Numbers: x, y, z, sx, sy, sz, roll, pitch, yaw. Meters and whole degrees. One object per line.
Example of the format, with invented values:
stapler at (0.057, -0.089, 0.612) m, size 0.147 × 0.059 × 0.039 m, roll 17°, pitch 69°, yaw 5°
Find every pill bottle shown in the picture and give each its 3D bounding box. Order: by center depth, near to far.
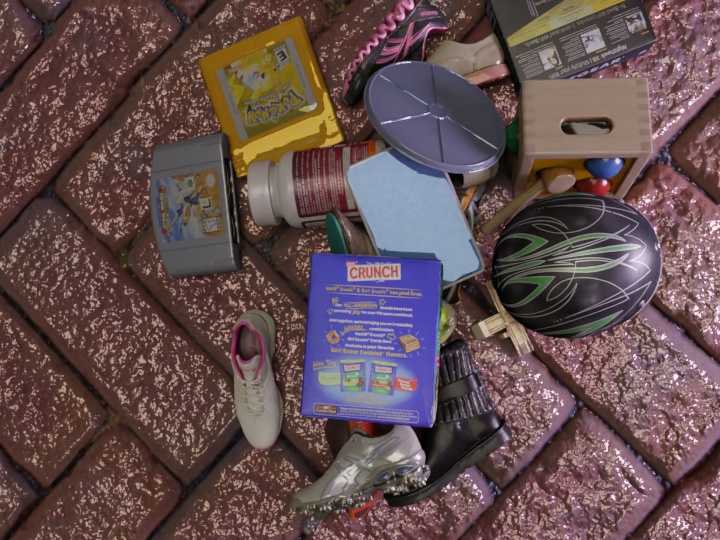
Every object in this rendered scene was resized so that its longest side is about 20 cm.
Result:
pill bottle at (-0.055, -0.119, 1.026) m, size 0.196 × 0.110 × 0.112 m, roll -5°, pitch 86°, yaw 6°

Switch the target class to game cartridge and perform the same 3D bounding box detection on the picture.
game cartridge at (-0.248, -0.094, 1.075) m, size 0.131 × 0.041 × 0.204 m, roll -7°, pitch 89°, yaw 12°
game cartridge at (-0.133, -0.253, 1.083) m, size 0.174 × 0.032 × 0.203 m, roll -21°, pitch 84°, yaw 6°

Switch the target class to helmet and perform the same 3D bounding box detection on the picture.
helmet at (0.267, -0.007, 0.913) m, size 0.196 × 0.191 × 0.204 m, roll 0°, pitch 82°, yaw 1°

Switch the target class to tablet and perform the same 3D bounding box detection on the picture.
tablet at (0.072, -0.067, 0.959) m, size 0.128 × 0.014 × 0.203 m, roll -23°, pitch 93°, yaw 4°

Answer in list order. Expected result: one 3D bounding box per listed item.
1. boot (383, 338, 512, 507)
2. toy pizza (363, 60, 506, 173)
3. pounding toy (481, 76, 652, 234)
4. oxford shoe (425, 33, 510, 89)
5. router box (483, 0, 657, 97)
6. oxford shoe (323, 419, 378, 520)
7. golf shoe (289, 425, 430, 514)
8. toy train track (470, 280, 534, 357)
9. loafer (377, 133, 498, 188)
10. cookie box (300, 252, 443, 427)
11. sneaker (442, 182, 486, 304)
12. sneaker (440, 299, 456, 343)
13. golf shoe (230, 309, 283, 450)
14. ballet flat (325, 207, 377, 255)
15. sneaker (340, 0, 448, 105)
boot at (0.091, 0.209, 1.003) m, size 0.209 × 0.079 × 0.159 m, roll -32°, pitch 91°, yaw -6°
toy pizza at (0.096, -0.196, 0.938) m, size 0.196 × 0.032 × 0.203 m, roll 10°, pitch 52°, yaw -13°
pounding toy at (0.264, -0.145, 0.965) m, size 0.196 × 0.184 × 0.145 m, roll 0°, pitch 75°, yaw 7°
oxford shoe at (0.111, -0.285, 1.034) m, size 0.196 × 0.071 × 0.075 m, roll -14°, pitch 91°, yaw -5°
router box at (0.294, -0.354, 1.024) m, size 0.197 × 0.052 × 0.160 m, roll -20°, pitch 85°, yaw 5°
oxford shoe at (-0.012, 0.251, 1.034) m, size 0.072 × 0.071 × 0.204 m, roll 4°, pitch 95°, yaw 40°
golf shoe at (-0.008, 0.264, 0.963) m, size 0.197 × 0.078 × 0.099 m, roll -21°, pitch 65°, yaw 9°
toy train track at (0.249, 0.046, 1.018) m, size 0.197 × 0.033 × 0.116 m, roll -27°, pitch 84°, yaw 4°
loafer at (0.095, -0.171, 0.999) m, size 0.198 × 0.077 × 0.068 m, roll 27°, pitch 46°, yaw 32°
cookie box at (0.018, 0.086, 0.916) m, size 0.168 × 0.075 × 0.204 m, roll 4°, pitch 85°, yaw 7°
sneaker at (0.134, -0.045, 1.024) m, size 0.076 × 0.078 × 0.203 m, roll 26°, pitch 84°, yaw -21°
sneaker at (0.046, 0.110, 1.002) m, size 0.198 × 0.105 × 0.077 m, roll -28°, pitch 81°, yaw 4°
golf shoe at (-0.156, 0.159, 1.034) m, size 0.074 × 0.092 × 0.204 m, roll -8°, pitch 87°, yaw 5°
ballet flat at (0.000, 0.000, 1.014) m, size 0.066 × 0.068 × 0.203 m, roll -21°, pitch 116°, yaw -23°
sneaker at (0.052, -0.311, 1.049) m, size 0.095 × 0.079 × 0.201 m, roll 39°, pitch 95°, yaw -9°
